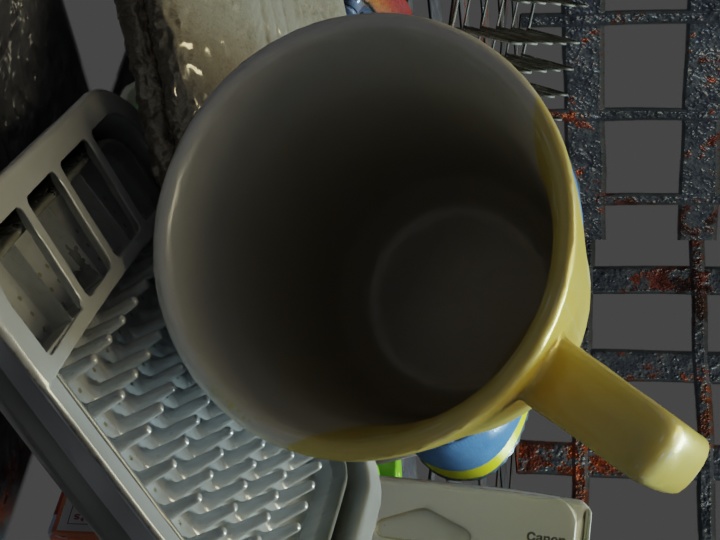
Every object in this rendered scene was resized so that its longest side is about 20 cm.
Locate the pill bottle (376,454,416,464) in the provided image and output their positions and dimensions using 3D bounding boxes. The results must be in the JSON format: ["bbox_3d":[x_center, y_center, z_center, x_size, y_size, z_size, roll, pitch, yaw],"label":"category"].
[{"bbox_3d":[0.000,0.000,0.836,0.112,0.112,0.201,-8,86,-80],"label":"pill bottle"}]

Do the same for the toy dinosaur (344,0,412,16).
[{"bbox_3d":[-0.004,-0.167,0.848,0.181,0.199,0.106,139,-59,-61],"label":"toy dinosaur"}]

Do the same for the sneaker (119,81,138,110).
[{"bbox_3d":[-0.055,-0.064,0.690,0.077,0.088,0.201,81,14,-45],"label":"sneaker"}]

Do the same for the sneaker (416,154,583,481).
[{"bbox_3d":[0.066,0.001,0.756,0.079,0.066,0.201,67,36,-54],"label":"sneaker"}]

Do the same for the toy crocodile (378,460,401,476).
[{"bbox_3d":[-0.013,0.128,1.007,0.200,0.067,0.062,3,87,-80],"label":"toy crocodile"}]

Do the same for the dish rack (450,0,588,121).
[{"bbox_3d":[0.092,-0.130,0.921,0.153,0.054,0.201,-17,121,-63],"label":"dish rack"}]

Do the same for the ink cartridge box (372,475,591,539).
[{"bbox_3d":[0.039,0.147,0.768,0.200,0.143,0.084,48,48,-78],"label":"ink cartridge box"}]

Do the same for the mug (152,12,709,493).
[{"bbox_3d":[0.027,0.017,0.574,0.188,0.149,0.153,69,13,17],"label":"mug"}]

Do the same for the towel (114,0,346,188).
[{"bbox_3d":[-0.055,-0.121,0.632,0.132,0.034,0.201,0,76,-56],"label":"towel"}]

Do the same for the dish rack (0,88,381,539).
[{"bbox_3d":[-0.070,0.045,0.550,0.200,0.043,0.172,55,20,-15],"label":"dish rack"}]

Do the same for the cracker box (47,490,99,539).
[{"bbox_3d":[-0.072,0.083,0.692,0.201,0.057,0.135,-78,165,-46],"label":"cracker box"}]
